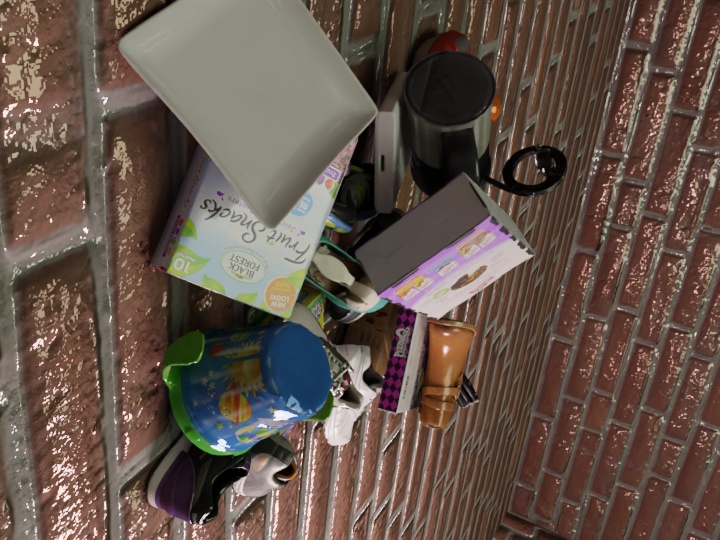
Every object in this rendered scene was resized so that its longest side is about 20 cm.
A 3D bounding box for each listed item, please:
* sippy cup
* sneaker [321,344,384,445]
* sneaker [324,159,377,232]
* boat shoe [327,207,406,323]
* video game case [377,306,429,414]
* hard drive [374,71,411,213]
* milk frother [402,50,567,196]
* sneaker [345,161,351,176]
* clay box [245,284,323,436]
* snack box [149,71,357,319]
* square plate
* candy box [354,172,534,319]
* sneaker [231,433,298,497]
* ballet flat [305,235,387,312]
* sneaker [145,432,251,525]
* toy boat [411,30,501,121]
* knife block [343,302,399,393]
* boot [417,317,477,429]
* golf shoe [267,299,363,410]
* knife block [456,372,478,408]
[{"bbox_3d":[-0.105,0.114,0.818,0.178,0.130,0.140,-18,88,-54],"label":"sippy cup"},{"bbox_3d":[-0.012,0.188,1.174,0.078,0.099,0.200,-100,-173,-48],"label":"sneaker"},{"bbox_3d":[-0.024,-0.097,1.003,0.200,0.071,0.083,-37,135,-64],"label":"sneaker"},{"bbox_3d":[0.000,0.000,1.082,0.062,0.075,0.200,-14,149,-48],"label":"boat shoe"},{"bbox_3d":[0.082,0.115,1.223,0.181,0.036,0.201,20,82,-73],"label":"video game case"},{"bbox_3d":[0.046,-0.177,1.059,0.200,0.027,0.132,-68,161,-61],"label":"hard drive"},{"bbox_3d":[0.170,-0.182,1.053,0.199,0.181,0.188,-26,156,-5],"label":"milk frother"},{"bbox_3d":[-0.078,-0.080,0.859,0.200,0.084,0.077,-54,151,-32],"label":"sneaker"},{"bbox_3d":[-0.093,0.107,1.015,0.115,0.047,0.201,-46,147,-46],"label":"clay box"},{"bbox_3d":[-0.100,-0.070,0.777,0.142,0.053,0.201,25,84,-33],"label":"snack box"},{"bbox_3d":[-0.093,-0.168,0.716,0.198,0.028,0.200,52,52,-20],"label":"square plate"},{"bbox_3d":[0.113,-0.022,1.016,0.168,0.072,0.200,-36,155,15],"label":"candy box"},{"bbox_3d":[-0.118,0.255,1.011,0.074,0.079,0.200,-61,169,-26],"label":"sneaker"},{"bbox_3d":[-0.020,0.013,0.983,0.200,0.070,0.067,33,95,-39],"label":"ballet flat"},{"bbox_3d":[-0.149,0.193,0.898,0.200,0.087,0.076,-61,155,-26],"label":"sneaker"},{"bbox_3d":[0.149,-0.252,1.194,0.130,0.130,0.201,-42,144,-49],"label":"toy boat"},{"bbox_3d":[0.038,0.106,1.279,0.175,0.064,0.201,-8,113,-67],"label":"knife block"},{"bbox_3d":[0.121,0.158,1.206,0.200,0.076,0.156,86,20,-73],"label":"boot"},{"bbox_3d":[-0.050,0.102,0.942,0.077,0.088,0.200,-58,151,-22],"label":"golf shoe"},{"bbox_3d":[0.137,0.158,1.419,0.064,0.175,0.201,-32,135,-58],"label":"knife block"}]
